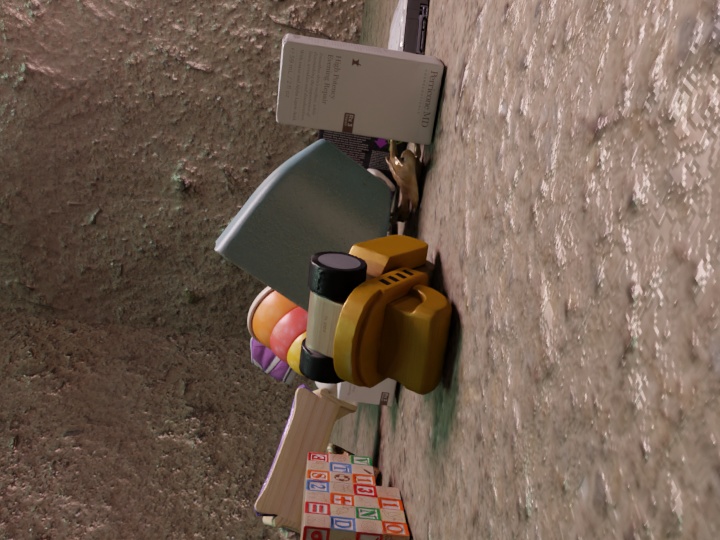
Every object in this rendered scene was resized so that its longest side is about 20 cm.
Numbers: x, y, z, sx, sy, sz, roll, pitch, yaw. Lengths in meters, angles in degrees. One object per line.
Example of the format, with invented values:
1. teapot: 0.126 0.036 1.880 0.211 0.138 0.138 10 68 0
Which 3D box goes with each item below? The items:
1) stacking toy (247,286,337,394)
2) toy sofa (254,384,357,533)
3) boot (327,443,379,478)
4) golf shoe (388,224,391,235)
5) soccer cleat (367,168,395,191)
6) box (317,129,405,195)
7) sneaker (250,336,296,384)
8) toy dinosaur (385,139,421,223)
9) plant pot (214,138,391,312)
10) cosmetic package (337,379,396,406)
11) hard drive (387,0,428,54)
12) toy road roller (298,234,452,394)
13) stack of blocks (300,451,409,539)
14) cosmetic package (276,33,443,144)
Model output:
1. stacking toy: -0.084 0.119 1.127 0.201 0.144 0.148 54 145 41
2. toy sofa: -0.087 0.274 1.041 0.083 0.096 0.203 -39 30 66
3. boot: -0.032 0.328 1.083 0.109 0.074 0.200 -64 2 -10
4. golf shoe: 0.000 0.000 1.163 0.079 0.095 0.203 -91 11 -67
5. soccer cleat: -0.013 -0.073 1.176 0.202 0.077 0.069 -57 38 15
6. box: 0.001 -0.201 1.146 0.201 0.140 0.037 105 172 -53
7. sneaker: -0.137 0.107 1.288 0.203 0.113 0.073 -62 3 21
8. toy dinosaur: 0.064 -0.136 0.944 0.201 0.057 0.103 92 167 -67
9. plant pot: -0.064 -0.062 0.976 0.202 0.195 0.196 -57 12 -2
10. cosmetic package: 0.011 0.091 1.009 0.200 0.080 0.115 -96 16 -72
11. hard drive: 0.071 -0.366 1.142 0.200 0.037 0.143 146 130 -82
12. toy road roller: 0.038 0.050 0.722 0.199 0.144 0.125 -19 -58 -54
13. stack of blocks: -0.012 0.284 0.839 0.200 0.113 0.060 -113 30 -81
14. cosmetic package: -0.002 -0.225 0.885 0.074 0.196 0.103 -95 12 -66
